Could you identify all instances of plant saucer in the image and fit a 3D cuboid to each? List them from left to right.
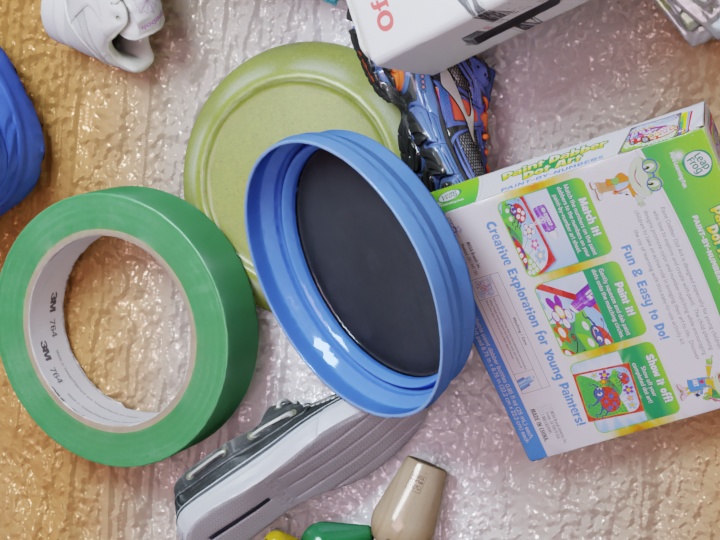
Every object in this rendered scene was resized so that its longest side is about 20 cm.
[{"bbox_3d":[-0.041,-0.064,1.381,0.200,0.031,0.200,1,93,19],"label":"plant saucer"}]

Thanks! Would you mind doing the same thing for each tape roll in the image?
[{"bbox_3d":[-0.171,0.040,1.408,0.200,0.048,0.201,5,102,26],"label":"tape roll"}]

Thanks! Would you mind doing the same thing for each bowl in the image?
[{"bbox_3d":[0.000,0.000,1.279,0.201,0.039,0.201,35,139,37],"label":"bowl"}]

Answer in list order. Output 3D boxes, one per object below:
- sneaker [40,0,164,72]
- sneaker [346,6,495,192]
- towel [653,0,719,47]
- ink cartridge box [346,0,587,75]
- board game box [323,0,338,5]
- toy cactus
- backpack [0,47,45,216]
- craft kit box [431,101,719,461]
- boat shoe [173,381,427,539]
[{"bbox_3d":[-0.173,-0.222,1.355,0.100,0.075,0.200,34,148,20],"label":"sneaker"},{"bbox_3d":[0.063,-0.109,1.316,0.078,0.075,0.200,-22,90,-14],"label":"sneaker"},{"bbox_3d":[0.240,-0.269,1.262,0.200,0.048,0.171,-44,80,16],"label":"towel"},{"bbox_3d":[0.084,-0.228,1.220,0.200,0.084,0.145,-23,77,28],"label":"ink cartridge box"},{"bbox_3d":[-0.045,-0.302,1.314,0.151,0.047,0.200,20,102,-28],"label":"board game box"},{"bbox_3d":[0.010,0.210,1.354,0.200,0.102,0.165,21,90,26],"label":"toy cactus"},{"bbox_3d":[-0.341,-0.081,1.417,0.200,0.168,0.163,-26,91,15],"label":"backpack"},{"bbox_3d":[0.165,0.012,1.263,0.197,0.049,0.200,-16,115,22],"label":"craft kit box"},{"bbox_3d":[-0.051,0.123,1.372,0.200,0.072,0.071,-30,47,2],"label":"boat shoe"}]
